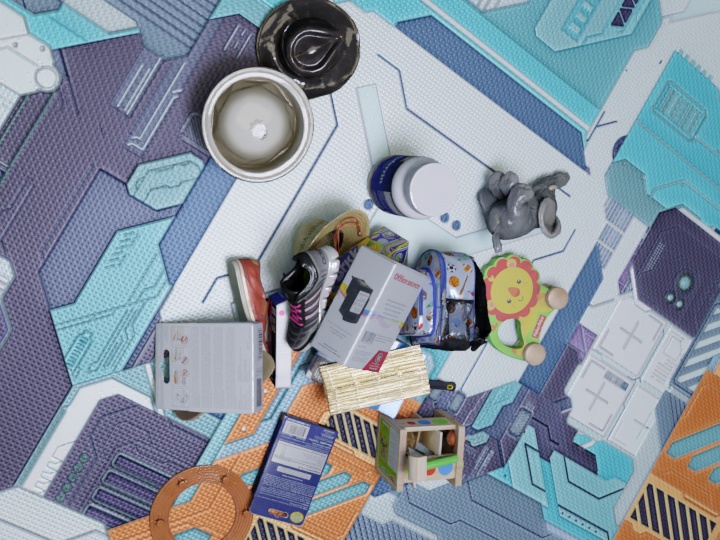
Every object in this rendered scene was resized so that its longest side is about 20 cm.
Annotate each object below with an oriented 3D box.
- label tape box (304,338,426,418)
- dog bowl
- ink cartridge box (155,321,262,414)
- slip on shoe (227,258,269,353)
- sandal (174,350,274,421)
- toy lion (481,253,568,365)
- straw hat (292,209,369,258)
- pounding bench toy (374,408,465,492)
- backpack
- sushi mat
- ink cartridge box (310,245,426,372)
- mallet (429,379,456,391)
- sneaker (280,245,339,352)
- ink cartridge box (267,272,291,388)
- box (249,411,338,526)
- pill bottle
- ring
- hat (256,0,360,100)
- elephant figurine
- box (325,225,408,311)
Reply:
[{"bbox_3d":[0.013,0.182,1.652,0.199,0.063,0.145,28,89,-2],"label":"label tape box"},{"bbox_3d":[-0.187,-0.261,1.530,0.199,0.074,0.202,-4,104,-15],"label":"dog bowl"},{"bbox_3d":[-0.273,0.173,1.551,0.198,0.047,0.161,-1,89,19],"label":"ink cartridge box"},{"bbox_3d":[-0.194,0.072,1.591,0.061,0.074,0.202,-16,100,-25],"label":"slip on shoe"},{"bbox_3d":[-0.246,0.211,1.601,0.211,0.070,0.078,-31,76,6],"label":"sandal"},{"bbox_3d":[0.317,0.074,1.780,0.191,0.069,0.201,21,91,-14],"label":"toy lion"},{"bbox_3d":[-0.078,-0.046,1.599,0.201,0.085,0.202,-39,150,-27],"label":"straw hat"},{"bbox_3d":[0.136,0.360,1.680,0.155,0.200,0.125,1,98,-19],"label":"pounding bench toy"},{"bbox_3d":[0.149,0.054,1.657,0.153,0.200,0.192,13,81,-21],"label":"backpack"},{"bbox_3d":[0.028,0.206,1.615,0.198,0.012,0.096,-12,90,-5],"label":"sushi mat"},{"bbox_3d":[0.018,0.071,1.532,0.201,0.083,0.146,-63,151,2],"label":"ink cartridge box"},{"bbox_3d":[0.103,0.237,1.739,0.199,0.041,0.066,17,91,-25],"label":"mallet"},{"bbox_3d":[-0.105,0.049,1.497,0.087,0.074,0.201,2,114,-40],"label":"sneaker"},{"bbox_3d":[-0.149,0.110,1.596,0.037,0.095,0.202,2,98,-16],"label":"ink cartridge box"},{"bbox_3d":[-0.134,0.389,1.677,0.120,0.032,0.201,21,89,-21],"label":"box"},{"bbox_3d":[0.097,-0.154,1.588,0.115,0.200,0.117,-3,99,-19],"label":"pill bottle"},{"bbox_3d":[-0.300,0.470,1.639,0.199,0.019,0.202,-3,99,-20],"label":"ring"},{"bbox_3d":[-0.083,-0.405,1.550,0.199,0.081,0.202,-3,98,-19],"label":"hat"},{"bbox_3d":[0.346,-0.121,1.729,0.199,0.142,0.156,11,124,-36],"label":"elephant figurine"},{"bbox_3d":[0.000,0.000,1.603,0.200,0.070,0.065,-36,143,-32],"label":"box"}]
